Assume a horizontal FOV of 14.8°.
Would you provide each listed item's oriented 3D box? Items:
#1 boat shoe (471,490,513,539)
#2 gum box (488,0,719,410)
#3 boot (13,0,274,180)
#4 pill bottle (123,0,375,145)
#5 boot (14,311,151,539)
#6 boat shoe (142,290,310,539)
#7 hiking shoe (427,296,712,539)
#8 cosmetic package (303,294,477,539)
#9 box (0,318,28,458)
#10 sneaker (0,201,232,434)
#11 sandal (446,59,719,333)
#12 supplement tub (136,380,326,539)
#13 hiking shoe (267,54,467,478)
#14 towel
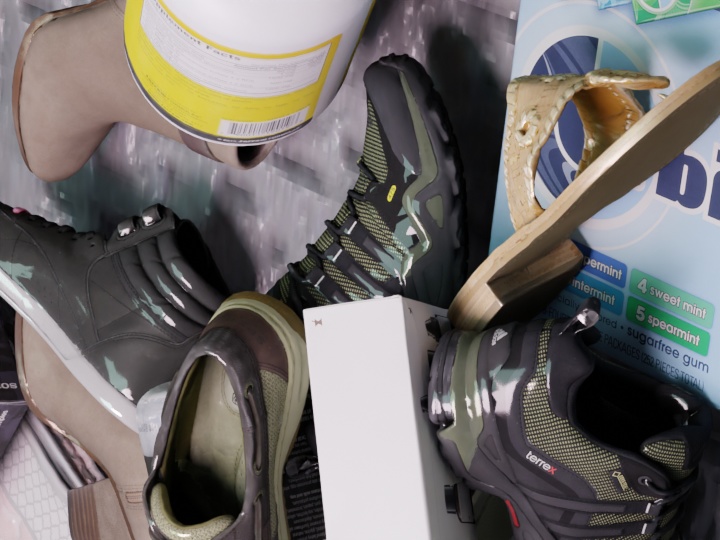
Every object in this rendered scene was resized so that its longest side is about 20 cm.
[{"bbox_3d":[0.071,0.130,1.313,0.066,0.074,0.200,-111,26,-56],"label":"boat shoe"},{"bbox_3d":[0.138,-0.055,1.198,0.170,0.044,0.201,26,121,41],"label":"gum box"},{"bbox_3d":[-0.103,-0.097,1.437,0.146,0.070,0.200,38,131,28],"label":"boot"},{"bbox_3d":[-0.046,-0.138,1.248,0.112,0.112,0.200,65,165,12],"label":"pill bottle"},{"bbox_3d":[-0.110,0.073,1.512,0.146,0.070,0.201,-14,87,42],"label":"boot"},{"bbox_3d":[-0.071,0.108,1.290,0.072,0.066,0.202,23,117,26],"label":"boat shoe"},{"bbox_3d":[0.114,0.098,1.202,0.100,0.076,0.200,-17,126,34],"label":"hiking shoe"},{"bbox_3d":[0.020,0.115,1.207,0.050,0.083,0.201,-9,83,18],"label":"cosmetic package"},{"bbox_3d":[-0.259,0.045,1.653,0.143,0.036,0.200,-58,43,41],"label":"box"},{"bbox_3d":[-0.142,-0.008,1.484,0.099,0.071,0.200,-48,63,2],"label":"sneaker"},{"bbox_3d":[0.080,-0.048,1.172,0.070,0.078,0.212,54,140,14],"label":"sandal"},{"bbox_3d":[-0.035,0.146,1.395,0.122,0.122,0.201,-8,95,49],"label":"supplement tub"},{"bbox_3d":[0.000,0.000,1.298,0.100,0.076,0.201,-3,90,4],"label":"hiking shoe"},{"bbox_3d":[-0.205,0.168,1.665,0.200,0.032,0.191,51,134,27],"label":"towel"}]
